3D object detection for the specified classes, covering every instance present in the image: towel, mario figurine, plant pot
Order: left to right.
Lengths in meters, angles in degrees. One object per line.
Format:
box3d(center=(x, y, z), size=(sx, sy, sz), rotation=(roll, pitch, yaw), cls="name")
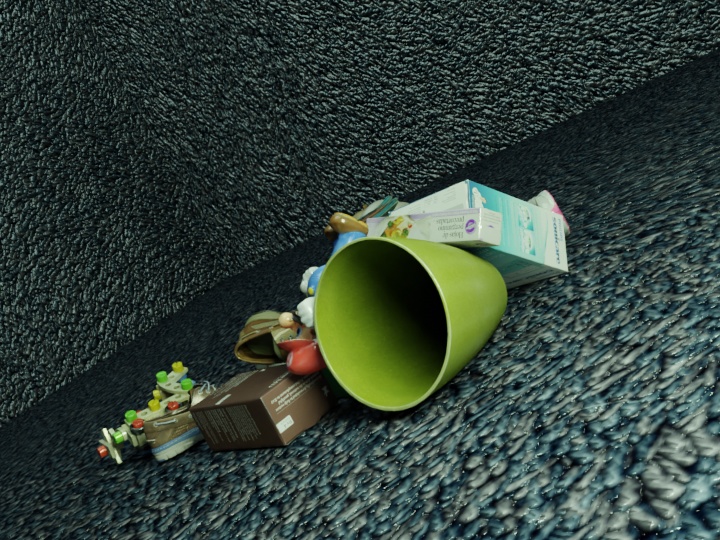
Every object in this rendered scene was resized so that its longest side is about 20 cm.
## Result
box3d(center=(-0.058, 0.028, 1.080), size=(0.105, 0.202, 0.123), rotation=(7, -19, 29), cls="mario figurine")
box3d(center=(-0.022, -0.020, 1.369), size=(0.146, 0.022, 0.201), rotation=(-39, -15, -46), cls="towel")
box3d(center=(0.079, 0.044, 1.014), size=(0.186, 0.189, 0.199), rotation=(-21, -6, 39), cls="plant pot")

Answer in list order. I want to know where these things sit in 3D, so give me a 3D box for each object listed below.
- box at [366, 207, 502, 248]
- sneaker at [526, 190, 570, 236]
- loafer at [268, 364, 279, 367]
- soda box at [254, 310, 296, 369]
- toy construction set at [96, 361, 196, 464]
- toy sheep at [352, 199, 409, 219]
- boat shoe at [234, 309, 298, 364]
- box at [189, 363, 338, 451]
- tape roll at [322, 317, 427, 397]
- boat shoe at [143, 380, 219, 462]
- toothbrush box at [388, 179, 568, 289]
box3d(center=(0.083, -0.048, 1.069), size=(0.041, 0.039, 0.199), rotation=(10, -8, -41), cls="box")
box3d(center=(0.261, -0.065, 1.398), size=(0.088, 0.082, 0.200), rotation=(-31, 0, -14), cls="sneaker")
box3d(center=(-0.097, 0.115, 1.458), size=(0.070, 0.070, 0.200), rotation=(-23, 9, 29), cls="loafer")
box3d(center=(-0.108, 0.111, 1.556), size=(0.070, 0.064, 0.200), rotation=(-21, 11, 42), cls="soda box")
box3d(center=(-0.342, 0.237, 1.435), size=(0.200, 0.093, 0.131), rotation=(-39, 36, -21), cls="toy construction set")
box3d(center=(0.061, -0.053, 1.512), size=(0.199, 0.139, 0.138), rotation=(28, 44, 32), cls="toy sheep")
box3d(center=(-0.086, 0.094, 1.179), size=(0.199, 0.076, 0.074), rotation=(-12, 25, 35), cls="boat shoe")
box3d(center=(-0.132, 0.179, 1.159), size=(0.100, 0.075, 0.199), rotation=(-34, 12, -39), cls="box")
box3d(center=(0.035, 0.099, 1.190), size=(0.199, 0.048, 0.200), rotation=(-28, 7, 4), cls="tape roll")
box3d(center=(-0.231, 0.206, 1.318), size=(0.199, 0.073, 0.072), rotation=(-30, 8, -17), cls="boat shoe")
box3d(center=(0.156, -0.038, 1.167), size=(0.199, 0.086, 0.146), rotation=(13, -23, -41), cls="toothbrush box")
